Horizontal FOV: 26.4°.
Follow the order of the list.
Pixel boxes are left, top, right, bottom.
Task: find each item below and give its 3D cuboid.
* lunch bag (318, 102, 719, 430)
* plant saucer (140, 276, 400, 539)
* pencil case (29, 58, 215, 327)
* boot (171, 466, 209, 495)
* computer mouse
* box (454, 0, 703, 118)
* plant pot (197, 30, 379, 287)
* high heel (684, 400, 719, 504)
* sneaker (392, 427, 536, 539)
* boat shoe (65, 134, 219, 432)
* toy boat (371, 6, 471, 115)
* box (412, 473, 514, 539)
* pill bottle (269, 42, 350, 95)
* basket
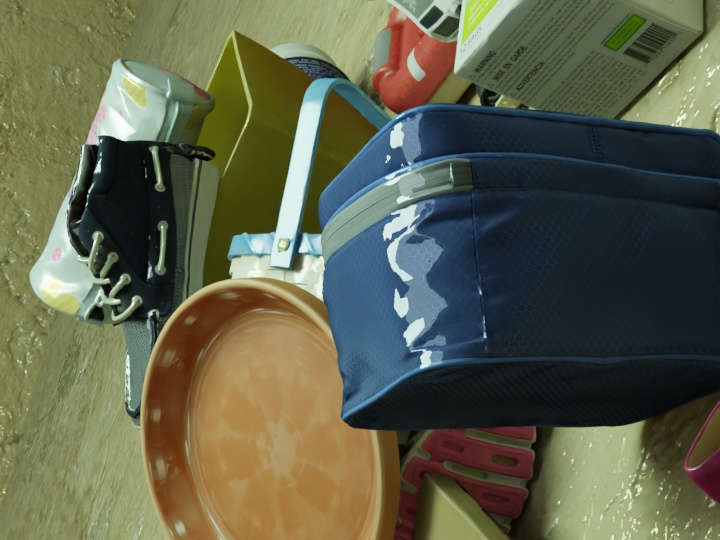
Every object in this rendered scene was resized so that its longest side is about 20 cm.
[{"bbox_3d":[0.086,-0.005,0.704,0.136,0.199,0.133,-35,57,59],"label":"lunch bag"},{"bbox_3d":[-0.052,0.103,0.882,0.199,0.032,0.202,8,101,42],"label":"plant saucer"},{"bbox_3d":[-0.181,-0.058,1.159,0.091,0.083,0.201,-119,51,-70],"label":"pencil case"},{"bbox_3d":[-0.063,0.150,1.060,0.073,0.204,0.154,-10,41,23],"label":"boot"},{"bbox_3d":[0.059,-0.201,1.055,0.044,0.200,0.110,-33,-20,-44],"label":"computer mouse"},{"bbox_3d":[0.132,-0.204,0.917,0.113,0.101,0.201,-46,30,52],"label":"box"},{"bbox_3d":[-0.049,-0.035,1.167,0.200,0.175,0.201,-108,41,-64],"label":"plant pot"},{"bbox_3d":[0.177,0.000,0.566,0.067,0.096,0.201,-37,38,61],"label":"high heel"},{"bbox_3d":[0.060,0.084,0.886,0.087,0.073,0.201,180,108,-78],"label":"sneaker"},{"bbox_3d":[-0.155,0.006,1.020,0.075,0.092,0.202,-19,63,54],"label":"boat shoe"},{"bbox_3d":[0.044,-0.215,1.152,0.200,0.130,0.131,128,155,-46],"label":"toy boat"},{"bbox_3d":[0.059,0.211,0.755,0.200,0.021,0.165,-143,58,-70],"label":"box"},{"bbox_3d":[-0.052,-0.125,1.376,0.116,0.115,0.200,-62,19,24],"label":"pill bottle"},{"bbox_3d":[0.000,0.000,0.966,0.138,0.176,0.201,8,74,39],"label":"basket"}]
